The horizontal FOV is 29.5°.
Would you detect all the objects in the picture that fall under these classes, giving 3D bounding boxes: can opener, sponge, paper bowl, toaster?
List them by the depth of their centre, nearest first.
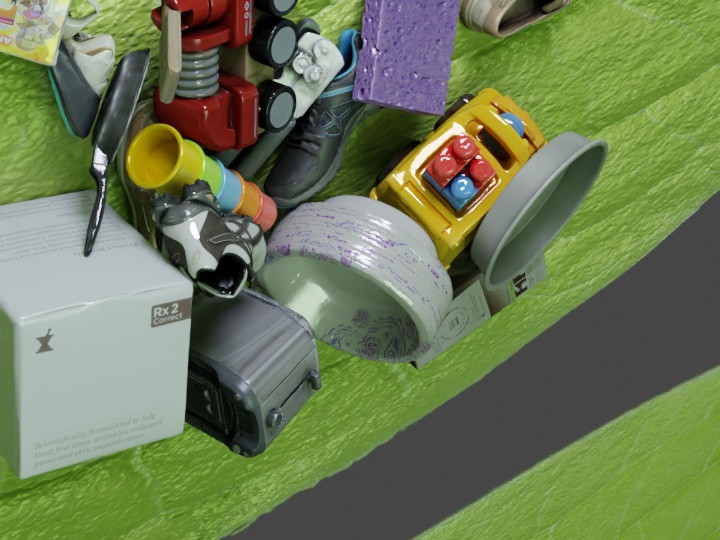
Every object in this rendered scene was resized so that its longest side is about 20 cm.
[{"bbox_3d":[-0.092,-0.155,1.350,0.053,0.067,0.200,33,102,-27],"label":"can opener"},{"bbox_3d":[0.052,-0.263,1.376,0.111,0.030,0.201,4,94,-43],"label":"sponge"},{"bbox_3d":[-0.135,0.094,1.399,0.129,0.199,0.114,-39,139,-37],"label":"toaster"},{"bbox_3d":[0.000,0.000,1.417,0.105,0.200,0.201,-63,142,-26],"label":"paper bowl"}]

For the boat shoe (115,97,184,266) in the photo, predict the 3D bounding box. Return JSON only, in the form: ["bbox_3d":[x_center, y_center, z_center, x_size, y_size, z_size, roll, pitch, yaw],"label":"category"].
[{"bbox_3d":[-0.185,-0.066,1.316,0.071,0.076,0.201,-22,128,-26],"label":"boat shoe"}]

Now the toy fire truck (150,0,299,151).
[{"bbox_3d":[-0.140,-0.180,1.203,0.200,0.128,0.177,-31,136,-45],"label":"toy fire truck"}]

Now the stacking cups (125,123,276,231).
[{"bbox_3d":[-0.144,-0.075,1.282,0.061,0.060,0.200,-53,153,1],"label":"stacking cups"}]

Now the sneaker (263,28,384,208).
[{"bbox_3d":[-0.043,-0.155,1.389,0.200,0.073,0.082,-55,132,-11],"label":"sneaker"}]

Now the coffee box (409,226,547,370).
[{"bbox_3d":[0.102,0.008,1.575,0.200,0.113,0.080,-35,137,-18],"label":"coffee box"}]

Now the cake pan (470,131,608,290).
[{"bbox_3d":[0.186,-0.067,1.451,0.200,0.037,0.200,-44,162,-19],"label":"cake pan"}]

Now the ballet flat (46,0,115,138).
[{"bbox_3d":[-0.251,-0.201,1.174,0.073,0.073,0.201,-33,131,-18],"label":"ballet flat"}]

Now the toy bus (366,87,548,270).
[{"bbox_3d":[0.116,-0.112,1.437,0.200,0.136,0.192,-44,175,-10],"label":"toy bus"}]

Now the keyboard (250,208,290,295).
[{"bbox_3d":[-0.095,0.022,1.496,0.056,0.011,0.201,-16,126,-32],"label":"keyboard"}]

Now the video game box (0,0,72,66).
[{"bbox_3d":[-0.309,-0.274,1.055,0.199,0.047,0.183,15,106,-22],"label":"video game box"}]

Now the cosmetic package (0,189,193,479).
[{"bbox_3d":[-0.272,0.051,1.231,0.164,0.200,0.166,-13,125,-33],"label":"cosmetic package"}]

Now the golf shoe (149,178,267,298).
[{"bbox_3d":[-0.132,-0.009,1.253,0.077,0.095,0.200,-25,161,11],"label":"golf shoe"}]

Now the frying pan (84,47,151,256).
[{"bbox_3d":[-0.228,-0.112,1.225,0.031,0.115,0.191,20,91,-16],"label":"frying pan"}]

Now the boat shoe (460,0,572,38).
[{"bbox_3d":[0.205,-0.307,1.491,0.200,0.064,0.071,-33,134,-18],"label":"boat shoe"}]
